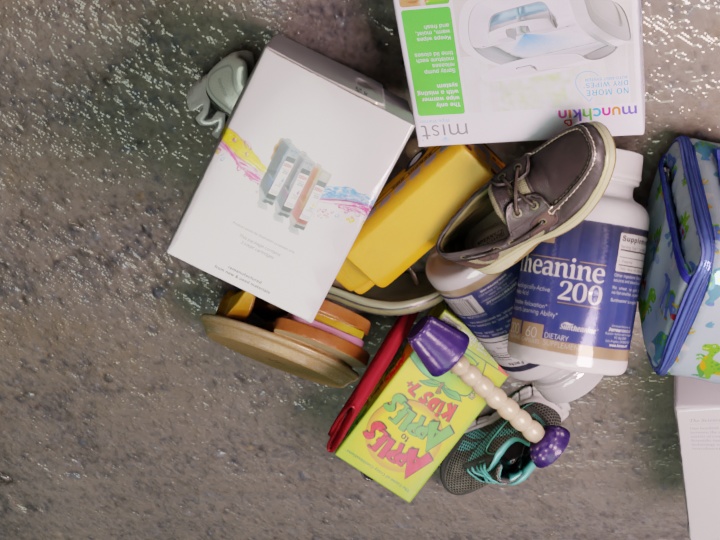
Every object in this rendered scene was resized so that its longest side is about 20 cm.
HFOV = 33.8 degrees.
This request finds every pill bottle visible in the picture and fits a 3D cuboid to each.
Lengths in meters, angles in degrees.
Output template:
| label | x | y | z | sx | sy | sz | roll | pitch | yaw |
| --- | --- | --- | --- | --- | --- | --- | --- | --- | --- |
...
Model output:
| label | x | y | z | sx | sy | sz | roll | pitch | yaw |
| --- | --- | --- | --- | --- | --- | --- | --- | --- | --- |
| pill bottle | 0.164 | 0.039 | 1.194 | 0.111 | 0.111 | 0.200 | -26 | 118 | 30 |
| pill bottle | 0.202 | -0.011 | 1.082 | 0.111 | 0.111 | 0.201 | 9 | 91 | 8 |

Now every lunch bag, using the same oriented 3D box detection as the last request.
| label | x | y | z | sx | sy | sz | roll | pitch | yaw |
| --- | --- | --- | --- | --- | --- | --- | --- | --- | --- |
| lunch bag | 0.301 | -0.015 | 1.056 | 0.082 | 0.200 | 0.161 | 9 | 132 | -2 |

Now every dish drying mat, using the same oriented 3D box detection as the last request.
| label | x | y | z | sx | sy | sz | roll | pitch | yaw |
| --- | --- | --- | --- | --- | --- | --- | --- | --- | --- |
| dish drying mat | 0.016 | 0.100 | 1.225 | 0.018 | 0.200 | 0.077 | 30 | 131 | 5 |

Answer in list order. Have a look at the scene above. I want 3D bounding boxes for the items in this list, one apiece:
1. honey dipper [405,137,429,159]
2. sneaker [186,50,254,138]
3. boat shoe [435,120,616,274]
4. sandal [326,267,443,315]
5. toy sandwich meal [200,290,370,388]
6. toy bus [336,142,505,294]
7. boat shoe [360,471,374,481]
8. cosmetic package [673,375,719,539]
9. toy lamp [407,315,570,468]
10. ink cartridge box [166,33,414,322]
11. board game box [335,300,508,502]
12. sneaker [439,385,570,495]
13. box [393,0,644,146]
| label | x | y | z | sx | sy | sz | roll | pitch | yaw |
| --- | --- | --- | --- | --- | --- | --- | --- | --- | --- |
| honey dipper | 0.136 | -0.127 | 1.118 | 0.200 | 0.038 | 0.038 | -9 | 125 | 24 |
| sneaker | -0.070 | -0.131 | 1.149 | 0.200 | 0.075 | 0.081 | 38 | 119 | -17 |
| boat shoe | 0.139 | -0.057 | 1.022 | 0.065 | 0.073 | 0.200 | -1 | 148 | -36 |
| sandal | -0.001 | 0.000 | 1.232 | 0.200 | 0.080 | 0.057 | 10 | 116 | 7 |
| toy sandwich meal | -0.079 | 0.066 | 1.283 | 0.205 | 0.070 | 0.205 | 20 | 169 | 4 |
| toy bus | 0.046 | -0.051 | 1.130 | 0.065 | 0.078 | 0.200 | 42 | 115 | -13 |
| boat shoe | 0.057 | 0.172 | 1.356 | 0.074 | 0.068 | 0.199 | 35 | 126 | -14 |
| cosmetic package | 0.432 | 0.169 | 1.220 | 0.199 | 0.123 | 0.200 | -3 | 128 | 17 |
| toy lamp | 0.132 | 0.122 | 1.228 | 0.200 | 0.058 | 0.058 | 40 | 127 | -13 |
| ink cartridge box | -0.060 | -0.088 | 1.055 | 0.144 | 0.145 | 0.200 | 27 | 104 | -8 |
| board game box | 0.070 | 0.141 | 1.285 | 0.101 | 0.048 | 0.200 | 34 | 101 | -10 |
| sneaker | 0.154 | 0.211 | 1.348 | 0.078 | 0.091 | 0.200 | 34 | 129 | -12 |
| box | 0.139 | -0.207 | 1.014 | 0.199 | 0.097 | 0.177 | -1 | 125 | 14 |
